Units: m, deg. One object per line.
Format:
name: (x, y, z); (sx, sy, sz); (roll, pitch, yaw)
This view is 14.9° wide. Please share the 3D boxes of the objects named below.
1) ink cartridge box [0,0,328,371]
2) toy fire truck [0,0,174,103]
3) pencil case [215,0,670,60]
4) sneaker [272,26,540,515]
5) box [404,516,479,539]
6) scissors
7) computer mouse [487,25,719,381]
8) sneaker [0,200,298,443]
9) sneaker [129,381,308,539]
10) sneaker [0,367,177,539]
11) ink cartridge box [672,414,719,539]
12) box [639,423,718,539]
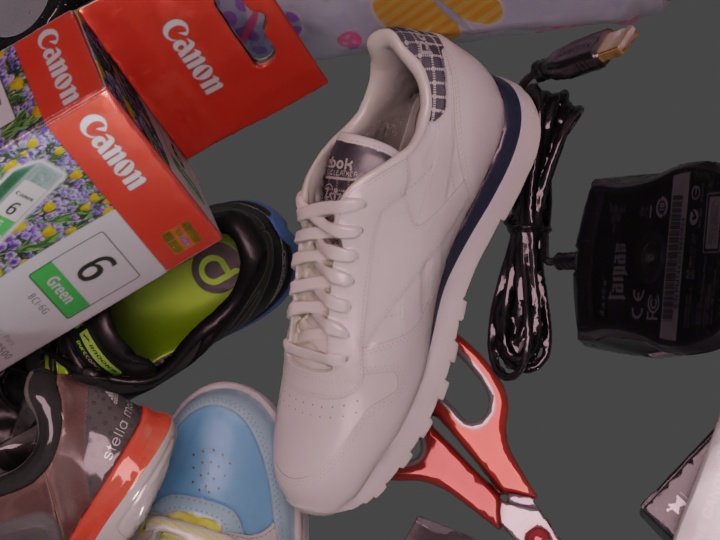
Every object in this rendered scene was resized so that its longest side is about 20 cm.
ink cartridge box: (-0.110, -0.038, 1.071); (0.199, 0.109, 0.051); (-30, 50, 5)
toy fire truck: (-0.142, -0.174, 1.137); (0.175, 0.129, 0.201); (8, 74, 35)
pencil case: (0.032, -0.139, 1.152); (0.199, 0.083, 0.091); (-8, 46, 5)
sneaker: (0.000, 0.000, 1.128); (0.076, 0.080, 0.201); (14, 82, 43)
box: (0.045, 0.213, 1.071); (0.158, 0.048, 0.201); (18, 66, 31)
scissors: (0.071, 0.099, 1.155); (0.200, 0.014, 0.073); (39, 87, 11)
computer mouse: (0.118, -0.030, 1.097); (0.046, 0.200, 0.142); (8, 80, -26)
sneaker: (-0.117, 0.030, 1.150); (0.199, 0.083, 0.071); (-33, 82, 2)
sneaker: (-0.074, 0.140, 1.108); (0.079, 0.131, 0.201); (9, 83, 8)
sneaker: (-0.157, 0.117, 1.124); (0.082, 0.077, 0.200); (33, 107, -13)
ink cartridge box: (0.232, 0.092, 1.052); (0.199, 0.047, 0.161); (21, 86, 15)
box: (0.230, 0.116, 1.103); (0.200, 0.079, 0.141); (44, 86, 9)
